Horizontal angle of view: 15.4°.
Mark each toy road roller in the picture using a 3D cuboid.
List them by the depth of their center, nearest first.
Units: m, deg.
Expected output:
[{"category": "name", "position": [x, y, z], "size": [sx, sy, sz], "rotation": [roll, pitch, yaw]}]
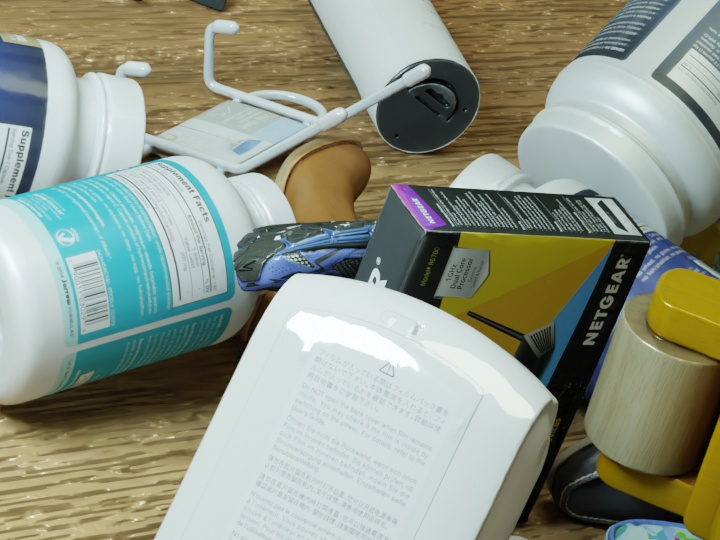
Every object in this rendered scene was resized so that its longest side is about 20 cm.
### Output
[{"category": "toy road roller", "position": [0.212, 0.103, 1.428], "size": [0.199, 0.123, 0.146], "rotation": [23, 31, 11]}]

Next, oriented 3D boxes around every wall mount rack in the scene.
[{"category": "wall mount rack", "position": [-0.060, -0.108, 1.753], "size": [0.173, 0.075, 0.200], "rotation": [18, 27, 24]}]

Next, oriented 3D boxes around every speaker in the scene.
[{"category": "speaker", "position": [0.019, -0.172, 1.926], "size": [0.081, 0.082, 0.200], "rotation": [6, 34, -26]}]

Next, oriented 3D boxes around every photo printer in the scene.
[{"category": "photo printer", "position": [-0.004, 0.110, 1.336], "size": [0.166, 0.201, 0.069], "rotation": [24, -2, 18]}]

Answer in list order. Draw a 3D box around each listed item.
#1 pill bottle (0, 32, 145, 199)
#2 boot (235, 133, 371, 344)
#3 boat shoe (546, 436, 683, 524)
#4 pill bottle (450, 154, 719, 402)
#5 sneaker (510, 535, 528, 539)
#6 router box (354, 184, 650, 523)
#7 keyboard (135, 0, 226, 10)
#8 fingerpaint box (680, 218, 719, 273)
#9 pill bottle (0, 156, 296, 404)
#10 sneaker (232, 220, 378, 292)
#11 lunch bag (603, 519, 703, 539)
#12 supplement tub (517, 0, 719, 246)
[{"category": "pill bottle", "position": [-0.235, -0.090, 1.596], "size": [0.199, 0.112, 0.111], "rotation": [8, 33, -24]}, {"category": "boot", "position": [0.000, 0.000, 1.640], "size": [0.155, 0.077, 0.200], "rotation": [28, 33, 13]}, {"category": "boat shoe", "position": [0.207, 0.128, 1.543], "size": [0.199, 0.073, 0.063], "rotation": [-4, 45, 5]}, {"category": "pill bottle", "position": [0.140, 0.014, 1.665], "size": [0.200, 0.112, 0.111], "rotation": [35, 32, 21]}, {"category": "sneaker", "position": [0.027, 0.158, 1.423], "size": [0.200, 0.074, 0.115], "rotation": [47, 35, 19]}, {"category": "router box", "position": [0.057, 0.050, 1.479], "size": [0.148, 0.201, 0.051], "rotation": [2, 34, -30]}, {"category": "keyboard", "position": [-0.189, -0.238, 1.954], "size": [0.199, 0.021, 0.127], "rotation": [20, 30, -3]}, {"category": "fingerpaint box", "position": [0.299, 0.008, 1.833], "size": [0.166, 0.074, 0.200], "rotation": [2, 34, -32]}, {"category": "pill bottle", "position": [-0.133, 0.000, 1.497], "size": [0.199, 0.111, 0.111], "rotation": [-16, 46, -36]}, {"category": "sneaker", "position": [0.009, 0.015, 1.503], "size": [0.199, 0.079, 0.075], "rotation": [9, -10, -44]}, {"category": "lunch bag", "position": [0.207, 0.224, 1.417], "size": [0.160, 0.083, 0.200], "rotation": [10, 29, -18]}, {"category": "supplement tub", "position": [0.211, -0.112, 1.754], "size": [0.140, 0.141, 0.200], "rotation": [35, 65, 20]}]
